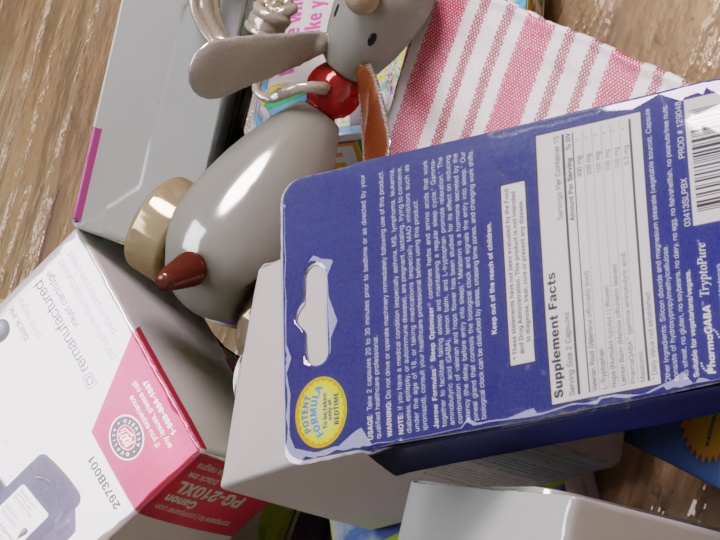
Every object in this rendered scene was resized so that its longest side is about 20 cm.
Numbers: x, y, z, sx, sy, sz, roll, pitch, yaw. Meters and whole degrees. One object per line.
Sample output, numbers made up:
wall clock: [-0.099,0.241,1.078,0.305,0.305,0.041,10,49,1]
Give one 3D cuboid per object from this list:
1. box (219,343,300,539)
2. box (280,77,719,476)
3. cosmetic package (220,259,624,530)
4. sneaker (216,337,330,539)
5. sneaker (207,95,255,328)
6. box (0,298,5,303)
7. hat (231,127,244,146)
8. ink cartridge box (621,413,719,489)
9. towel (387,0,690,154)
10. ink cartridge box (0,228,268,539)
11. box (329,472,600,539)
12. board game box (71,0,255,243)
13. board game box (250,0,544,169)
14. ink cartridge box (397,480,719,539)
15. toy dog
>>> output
box: [-0.104,0.093,1.549,0.200,0.060,0.117,28,100,55]
box: [0.065,0.004,1.094,0.199,0.032,0.122,-11,65,22]
cosmetic package: [0.027,0.037,1.224,0.200,0.084,0.108,-22,54,60]
sneaker: [-0.053,0.076,1.604,0.088,0.075,0.200,-59,37,22]
sneaker: [-0.092,-0.044,1.755,0.201,0.072,0.115,-109,38,-53]
box: [-0.167,0.116,1.532,0.163,0.021,0.201,2,79,44]
hat: [0.000,0.000,1.485,0.081,0.201,0.201,-24,40,8]
ink cartridge box: [0.171,0.022,1.119,0.200,0.076,0.137,23,97,65]
towel: [0.083,-0.035,1.314,0.200,0.030,0.147,30,106,40]
ink cartridge box: [-0.152,0.104,1.445,0.200,0.084,0.145,-43,58,18]
box: [0.046,0.108,1.319,0.122,0.048,0.201,-28,42,18]
board game box: [-0.090,-0.090,1.500,0.200,0.064,0.148,-50,-26,-85]
board game box: [0.023,-0.131,1.455,0.034,0.134,0.201,68,-158,-47]
ink cartridge box: [0.087,0.190,1.112,0.144,0.145,0.201,-2,74,66]
toy dog: [-0.043,-0.053,1.335,0.096,0.131,0.201,-7,-72,-71]
